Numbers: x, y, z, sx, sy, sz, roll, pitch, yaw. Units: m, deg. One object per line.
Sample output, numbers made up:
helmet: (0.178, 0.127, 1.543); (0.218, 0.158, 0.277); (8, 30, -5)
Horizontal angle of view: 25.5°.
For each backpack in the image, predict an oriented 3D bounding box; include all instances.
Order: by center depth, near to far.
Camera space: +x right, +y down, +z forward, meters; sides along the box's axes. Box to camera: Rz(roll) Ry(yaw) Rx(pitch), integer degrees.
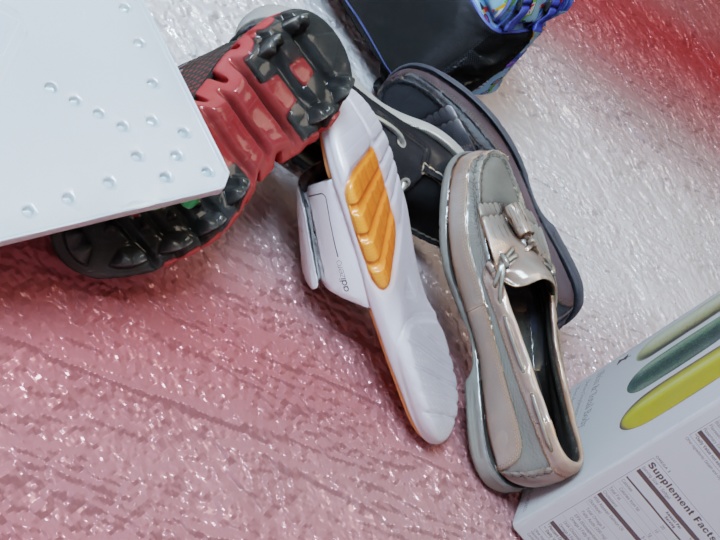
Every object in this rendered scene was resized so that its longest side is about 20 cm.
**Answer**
backpack: (0.066, -0.215, 1.124); (0.183, 0.134, 0.200); (60, 28, 10)

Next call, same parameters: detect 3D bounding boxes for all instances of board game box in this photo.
board game box: (-0.182, -0.096, 0.689); (0.199, 0.026, 0.201); (-16, 71, -37)

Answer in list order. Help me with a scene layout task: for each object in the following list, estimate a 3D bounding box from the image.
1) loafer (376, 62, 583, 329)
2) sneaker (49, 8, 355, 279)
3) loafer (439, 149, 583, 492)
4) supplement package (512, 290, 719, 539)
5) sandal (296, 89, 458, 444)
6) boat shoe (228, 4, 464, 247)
loafer: (0.073, -0.043, 1.019); (0.201, 0.072, 0.063); (56, 34, -2)
sneaker: (-0.090, -0.057, 0.802); (0.200, 0.098, 0.071); (-46, 109, -37)
loafer: (0.094, 0.025, 0.917); (0.072, 0.063, 0.202); (2, 78, -44)
supplement package: (0.221, 0.115, 0.928); (0.151, 0.200, 0.152); (48, 29, -9)
sandal: (-0.003, 0.002, 0.880); (0.079, 0.059, 0.208); (-33, 108, -67)
boat shoe: (-0.001, -0.071, 0.938); (0.200, 0.074, 0.061); (44, 37, -23)
